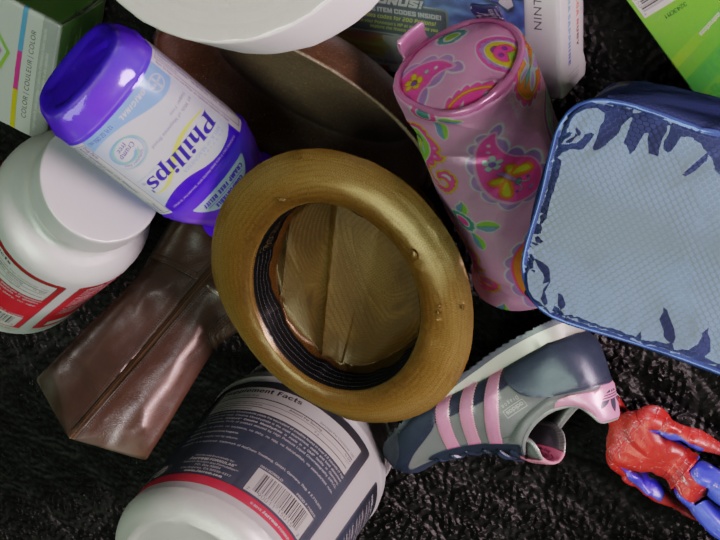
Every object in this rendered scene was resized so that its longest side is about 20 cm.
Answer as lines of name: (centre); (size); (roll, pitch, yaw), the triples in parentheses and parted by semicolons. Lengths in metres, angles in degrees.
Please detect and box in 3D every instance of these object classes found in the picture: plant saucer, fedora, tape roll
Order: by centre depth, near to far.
tape roll: (-0.064, -0.226, 1.127); (0.202, 0.071, 0.203); (0, 90, 18)
plant saucer: (-0.037, -0.113, 1.259); (0.200, 0.037, 0.200); (25, 163, 8)
fedora: (0.000, 0.000, 1.268); (0.200, 0.082, 0.201); (16, 126, 23)

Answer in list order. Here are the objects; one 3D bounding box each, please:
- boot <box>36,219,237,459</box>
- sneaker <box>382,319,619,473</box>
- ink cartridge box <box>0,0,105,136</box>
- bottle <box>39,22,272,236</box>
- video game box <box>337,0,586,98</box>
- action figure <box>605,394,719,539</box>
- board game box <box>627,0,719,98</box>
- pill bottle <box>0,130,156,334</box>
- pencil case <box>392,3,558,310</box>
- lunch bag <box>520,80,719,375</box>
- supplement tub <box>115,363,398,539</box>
boot: (-0.101, 0.064, 1.355); (0.186, 0.200, 0.064); (34, 165, 18)
sneaker: (0.093, 0.107, 1.338); (0.200, 0.070, 0.082); (-40, 73, 42)
ink cartridge box: (-0.281, -0.183, 1.389); (0.200, 0.059, 0.104); (28, 131, 13)
bottle: (-0.112, -0.075, 1.279); (0.084, 0.065, 0.200); (-48, 125, 4)
video game box: (0.038, -0.206, 1.198); (0.200, 0.047, 0.183); (11, 123, 24)
action figure: (0.229, 0.146, 1.311); (0.200, 0.052, 0.065); (41, 126, 8)
board game box: (0.235, -0.124, 1.147); (0.095, 0.030, 0.200); (-30, 100, 40)
pill bottle: (-0.213, -0.032, 1.378); (0.112, 0.112, 0.200); (49, 149, -6)
pencil case: (0.082, -0.064, 1.200); (0.087, 0.088, 0.200); (5, 143, 28)
lunch bag: (0.201, -0.026, 1.122); (0.200, 0.132, 0.136); (20, 107, 10)
supplement tub: (-0.068, 0.159, 1.389); (0.140, 0.200, 0.141); (15, 127, 20)
